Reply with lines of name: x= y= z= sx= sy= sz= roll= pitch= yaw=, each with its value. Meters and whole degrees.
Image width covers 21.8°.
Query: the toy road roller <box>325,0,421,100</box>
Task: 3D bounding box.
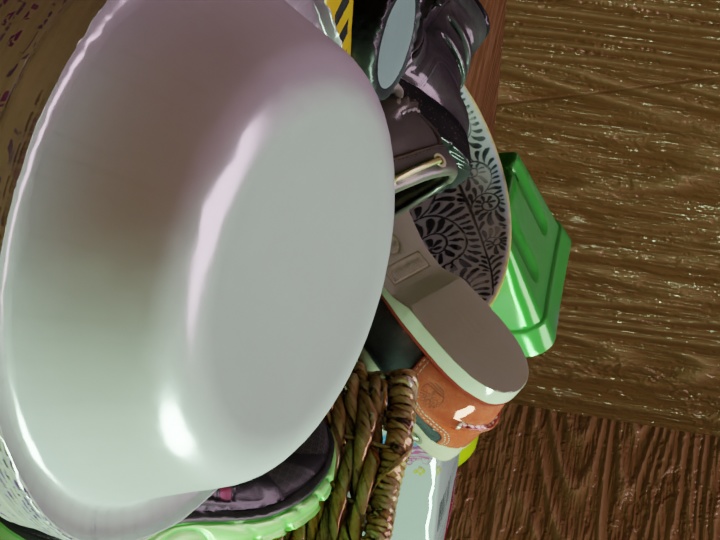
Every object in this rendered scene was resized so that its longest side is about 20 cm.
toy road roller: x=-0.050 y=-0.128 z=0.731 sx=0.146 sy=0.122 sz=0.201 roll=-58 pitch=158 yaw=-45

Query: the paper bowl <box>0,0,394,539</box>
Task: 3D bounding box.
paper bowl: x=-0.061 y=-0.011 z=0.593 sx=0.201 sy=0.104 sz=0.202 roll=-39 pitch=136 yaw=-51

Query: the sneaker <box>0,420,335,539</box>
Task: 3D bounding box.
sneaker: x=-0.075 y=0.069 z=0.730 sx=0.200 sy=0.076 sz=0.085 roll=-10 pitch=97 yaw=-57

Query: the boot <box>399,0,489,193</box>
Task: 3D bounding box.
boot: x=-0.009 y=-0.139 z=0.980 sx=0.200 sy=0.069 sz=0.132 roll=43 pitch=41 yaw=-37

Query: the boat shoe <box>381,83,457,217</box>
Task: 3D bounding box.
boat shoe: x=-0.039 y=-0.014 z=0.818 sx=0.201 sy=0.060 sz=0.072 roll=-39 pitch=171 yaw=-28

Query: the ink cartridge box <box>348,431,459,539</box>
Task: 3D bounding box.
ink cartridge box: x=-0.008 y=0.084 z=1.176 sx=0.145 sy=0.143 sz=0.201 roll=-63 pitch=160 yaw=-66

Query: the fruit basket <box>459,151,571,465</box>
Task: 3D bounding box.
fruit basket: x=0.045 y=0.035 z=1.307 sx=0.156 sy=0.214 sz=0.217 roll=-73 pitch=169 yaw=-49

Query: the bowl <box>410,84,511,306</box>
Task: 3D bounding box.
bowl: x=-0.017 y=-0.043 z=1.034 sx=0.094 sy=0.200 sz=0.202 roll=-27 pitch=-143 yaw=41

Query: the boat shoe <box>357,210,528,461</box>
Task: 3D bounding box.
boat shoe: x=0.000 y=0.000 z=0.905 sx=0.071 sy=0.200 sz=0.063 roll=-23 pitch=159 yaw=-46

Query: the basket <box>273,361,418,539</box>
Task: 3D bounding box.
basket: x=-0.056 y=0.147 z=0.865 sx=0.143 sy=0.148 sz=0.201 roll=84 pitch=16 yaw=-63
